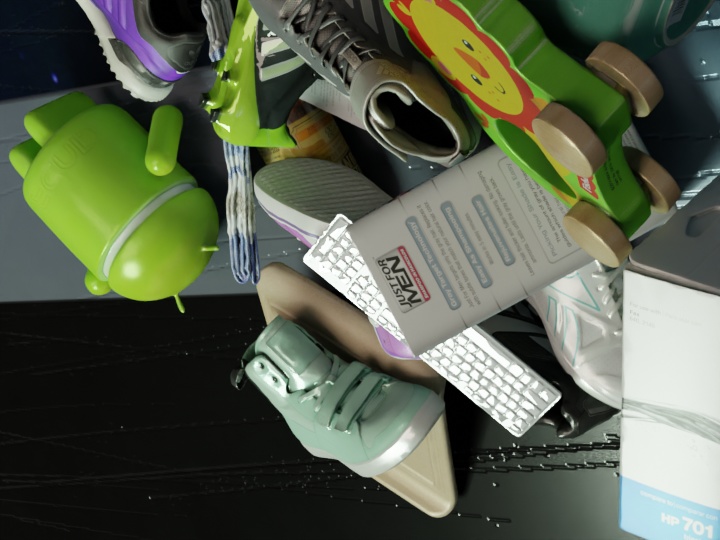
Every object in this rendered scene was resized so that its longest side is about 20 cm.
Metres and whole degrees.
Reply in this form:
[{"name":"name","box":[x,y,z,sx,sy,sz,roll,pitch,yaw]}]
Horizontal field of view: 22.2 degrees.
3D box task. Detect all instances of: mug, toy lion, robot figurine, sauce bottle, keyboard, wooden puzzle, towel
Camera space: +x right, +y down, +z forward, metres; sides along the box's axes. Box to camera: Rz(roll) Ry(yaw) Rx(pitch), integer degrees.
[{"name":"mug","box":[0.159,-0.192,1.097,0.114,0.152,0.185,33,168,20]},{"name":"toy lion","box":[0.093,-0.111,1.098,0.191,0.069,0.200,39,170,27]},{"name":"robot figurine","box":[-0.202,-0.058,1.541,0.200,0.115,0.176,43,129,13]},{"name":"sauce bottle","box":[-0.016,-0.044,1.415,0.066,0.066,0.201,-15,110,47]},{"name":"keyboard","box":[0.050,0.039,1.282,0.200,0.011,0.056,39,136,-2]},{"name":"wooden puzzle","box":[0.003,0.094,1.479,0.184,0.037,0.201,31,150,26]},{"name":"towel","box":[-0.100,-0.107,1.415,0.147,0.024,0.202,-105,10,-61]}]

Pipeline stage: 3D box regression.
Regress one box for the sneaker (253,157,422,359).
[{"name":"sneaker","box":[0.000,0.000,1.339,0.200,0.072,0.115,30,134,28]}]

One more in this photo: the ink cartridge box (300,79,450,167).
[{"name":"ink cartridge box","box":[0.013,-0.159,1.322,0.199,0.050,0.110,28,131,27]}]

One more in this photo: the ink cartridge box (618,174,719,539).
[{"name":"ink cartridge box","box":[0.234,0.062,1.178,0.085,0.146,0.202,19,127,32]}]

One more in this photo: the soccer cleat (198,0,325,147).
[{"name":"soccer cleat","box":[-0.048,-0.178,1.279,0.201,0.080,0.068,-68,30,24]}]

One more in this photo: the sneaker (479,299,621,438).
[{"name":"sneaker","box":[0.105,0.061,1.345,0.199,0.090,0.067,30,132,27]}]

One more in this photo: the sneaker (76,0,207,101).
[{"name":"sneaker","box":[-0.187,-0.242,1.453,0.099,0.069,0.201,-35,91,41]}]

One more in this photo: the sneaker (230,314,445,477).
[{"name":"sneaker","box":[-0.024,0.089,1.381,0.118,0.074,0.200,47,156,-18]}]

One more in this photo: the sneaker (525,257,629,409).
[{"name":"sneaker","box":[0.160,0.016,1.280,0.201,0.070,0.080,49,136,8]}]

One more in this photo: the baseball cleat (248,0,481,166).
[{"name":"baseball cleat","box":[-0.003,-0.143,1.172,0.199,0.106,0.070,38,107,2]}]

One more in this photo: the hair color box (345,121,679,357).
[{"name":"hair color box","box":[0.100,-0.035,1.221,0.199,0.061,0.100,-29,93,6]}]
